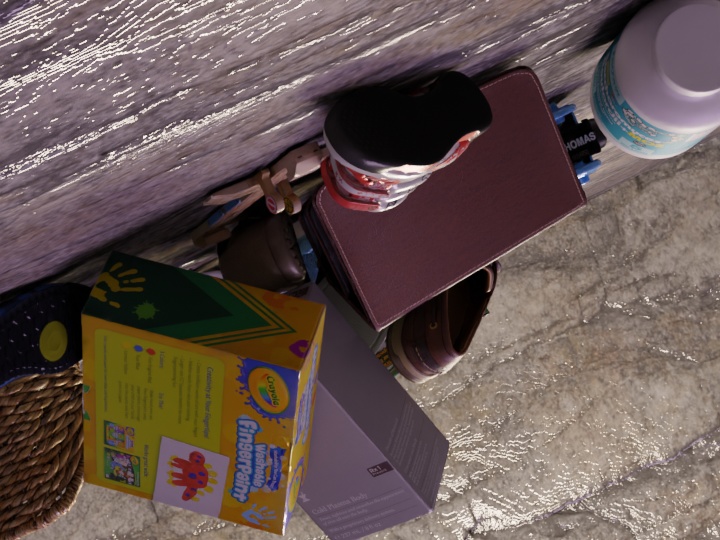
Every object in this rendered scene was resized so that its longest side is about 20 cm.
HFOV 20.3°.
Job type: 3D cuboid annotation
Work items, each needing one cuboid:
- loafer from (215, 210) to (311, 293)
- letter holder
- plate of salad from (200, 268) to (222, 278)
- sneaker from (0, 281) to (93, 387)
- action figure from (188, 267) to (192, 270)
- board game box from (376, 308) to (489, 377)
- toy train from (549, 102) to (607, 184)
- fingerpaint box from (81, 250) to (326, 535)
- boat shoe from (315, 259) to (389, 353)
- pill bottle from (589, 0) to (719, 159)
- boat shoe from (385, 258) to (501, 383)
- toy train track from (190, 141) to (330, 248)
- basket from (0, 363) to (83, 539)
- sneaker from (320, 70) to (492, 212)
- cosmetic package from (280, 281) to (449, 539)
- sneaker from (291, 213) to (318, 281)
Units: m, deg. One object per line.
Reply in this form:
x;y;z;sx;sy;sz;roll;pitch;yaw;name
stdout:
-0.082;-0.012;1.641;0.067;0.076;0.200;-17;176;-1;loafer
0.051;-0.075;1.566;0.200;0.143;0.101;-31;-149;-9;letter holder
-0.116;0.068;1.901;0.200;0.200;0.048;-28;-146;25;plate of salad
-0.272;0.055;1.444;0.078;0.066;0.200;5;-156;38;sneaker
-0.070;0.061;1.768;0.199;0.103;0.119;15;-170;11;action figure
-0.001;0.049;1.703;0.200;0.105;0.023;-33;175;0;board game box
0.141;-0.094;1.924;0.199;0.087;0.114;-25;-178;-21;toy train
-0.119;0.093;1.504;0.200;0.166;0.074;97;10;-46;fingerpaint box
0.000;0.000;1.665;0.201;0.075;0.060;-66;-170;-1;boat shoe
0.252;-0.158;1.612;0.110;0.111;0.200;-26;175;-5;pill bottle
0.086;0.001;1.645;0.067;0.072;0.201;-17;-137;48;boat shoe
-0.076;-0.046;1.498;0.114;0.033;0.200;-24;176;-30;toy train track
-0.338;0.187;1.966;0.200;0.149;0.143;-30;174;33;basket
0.008;-0.076;1.373;0.108;0.067;0.201;-38;174;30;sneaker
-0.029;0.115;1.603;0.107;0.200;0.090;-25;-148;33;cosmetic package
-0.018;-0.014;1.851;0.078;0.090;0.200;-29;175;22;sneaker
